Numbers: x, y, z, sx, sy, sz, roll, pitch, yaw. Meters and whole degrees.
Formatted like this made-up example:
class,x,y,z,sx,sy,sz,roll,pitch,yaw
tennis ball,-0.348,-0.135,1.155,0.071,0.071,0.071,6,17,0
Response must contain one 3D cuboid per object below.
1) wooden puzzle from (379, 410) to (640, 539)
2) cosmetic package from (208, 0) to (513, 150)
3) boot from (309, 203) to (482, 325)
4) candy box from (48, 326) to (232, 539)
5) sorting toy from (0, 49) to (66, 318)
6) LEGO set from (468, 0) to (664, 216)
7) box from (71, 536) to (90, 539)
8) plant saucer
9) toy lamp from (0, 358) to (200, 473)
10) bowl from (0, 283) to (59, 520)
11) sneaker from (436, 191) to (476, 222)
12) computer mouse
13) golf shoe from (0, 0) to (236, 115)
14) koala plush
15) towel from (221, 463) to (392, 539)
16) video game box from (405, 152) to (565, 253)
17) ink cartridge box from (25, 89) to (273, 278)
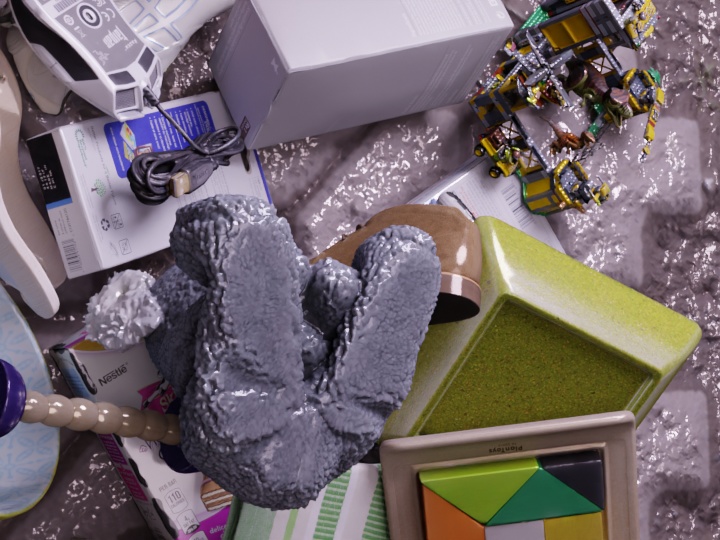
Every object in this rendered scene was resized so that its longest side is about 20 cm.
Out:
class,x,y,z,sx,sy,sz,roll,pitch,yaw
wooden puzzle,0.114,0.198,1.132,0.184,0.037,0.201,-7,118,0
cosmetic package,0.000,-0.165,1.138,0.199,0.107,0.090,-12,67,-30
boot,0.000,0.000,1.116,0.074,0.199,0.076,37,54,-51
candy box,-0.113,0.108,1.111,0.136,0.061,0.201,-33,100,-23
sorting toy,-0.247,-0.055,1.004,0.107,0.200,0.180,-34,103,-1
LEGO set,0.185,-0.144,1.207,0.200,0.116,0.154,-41,106,-38
box,-0.148,0.237,1.011,0.078,0.200,0.095,28,76,-21
plant saucer,0.123,0.089,1.130,0.199,0.048,0.200,26,110,-15
toy lamp,-0.157,0.097,1.007,0.200,0.058,0.058,17,79,-40
bowl,-0.296,0.083,0.990,0.107,0.200,0.201,-26,100,18
sneaker,0.097,0.036,1.170,0.080,0.074,0.200,-39,105,3
computer mouse,-0.169,-0.133,1.031,0.200,0.044,0.110,51,38,-7
golf shoe,-0.154,-0.171,1.111,0.199,0.078,0.098,-17,105,-17
koala plush,-0.079,0.043,0.985,0.177,0.200,0.185,10,93,-34
towel,-0.028,0.208,1.112,0.200,0.023,0.153,10,98,-46
video game box,0.087,0.033,1.218,0.182,0.047,0.200,-35,102,-24
ink cartridge box,-0.143,-0.066,1.091,0.200,0.039,0.100,-23,97,-54
